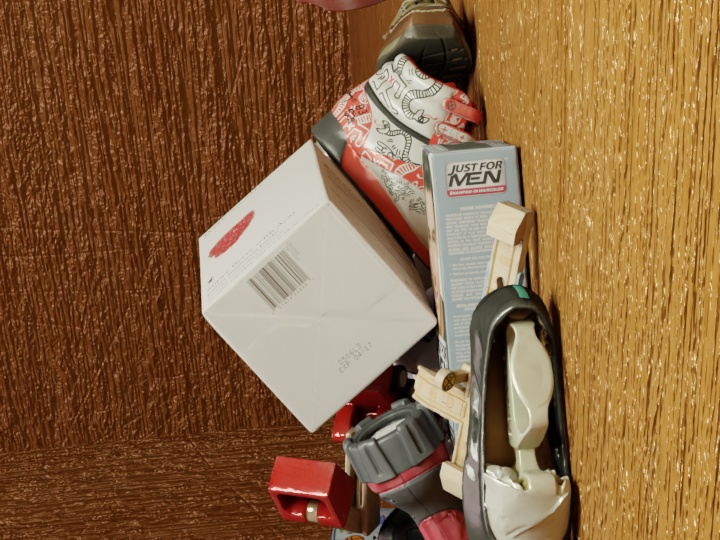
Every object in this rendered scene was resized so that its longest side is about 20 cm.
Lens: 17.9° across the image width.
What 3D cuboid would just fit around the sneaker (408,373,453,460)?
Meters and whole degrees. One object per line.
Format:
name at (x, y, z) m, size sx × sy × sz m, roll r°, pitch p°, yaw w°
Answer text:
sneaker at (0.084, 0.137, 1.808) m, size 0.087 × 0.074 × 0.202 m, roll -169°, pitch 68°, yaw -78°

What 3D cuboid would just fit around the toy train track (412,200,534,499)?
toy train track at (0.076, 0.055, 1.472) m, size 0.114 × 0.032 × 0.202 m, roll 25°, pitch 113°, yaw 37°

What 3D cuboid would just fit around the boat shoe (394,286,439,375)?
boat shoe at (0.072, 0.061, 1.715) m, size 0.066 × 0.072 × 0.200 m, roll 42°, pitch 175°, yaw -13°

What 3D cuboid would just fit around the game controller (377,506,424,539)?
game controller at (0.070, 0.252, 1.735) m, size 0.104 × 0.042 × 0.201 m, roll -40°, pitch -55°, yaw -41°

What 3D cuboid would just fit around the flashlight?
flashlight at (0.062, 0.187, 1.571) m, size 0.068 × 0.068 × 0.201 m, roll -11°, pitch 110°, yaw 58°

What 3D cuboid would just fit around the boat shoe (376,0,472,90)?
boat shoe at (0.048, -0.181, 1.813) m, size 0.200 × 0.075 × 0.075 m, roll 101°, pitch 168°, yaw -80°

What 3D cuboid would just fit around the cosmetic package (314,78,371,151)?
cosmetic package at (-0.014, -0.051, 1.933) m, size 0.200 × 0.107 × 0.090 m, roll -47°, pitch 12°, yaw 31°

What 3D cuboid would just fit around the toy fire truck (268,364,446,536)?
toy fire truck at (0.003, 0.141, 1.687) m, size 0.200 × 0.048 × 0.142 m, roll 52°, pitch -134°, yaw -56°

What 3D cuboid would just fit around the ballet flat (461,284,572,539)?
ballet flat at (0.095, 0.109, 1.379) m, size 0.068 × 0.067 × 0.202 m, roll 160°, pitch 105°, yaw -79°

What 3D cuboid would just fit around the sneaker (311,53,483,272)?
sneaker at (0.064, -0.068, 1.709) m, size 0.202 × 0.108 × 0.067 m, roll 49°, pitch -176°, yaw 13°

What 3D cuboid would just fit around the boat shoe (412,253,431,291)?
boat shoe at (0.068, 0.042, 1.868) m, size 0.057 × 0.066 × 0.202 m, roll -124°, pitch 25°, yaw -76°

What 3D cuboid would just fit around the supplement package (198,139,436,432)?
supplement package at (-0.035, 0.006, 1.642) m, size 0.120 × 0.121 × 0.200 m, roll 47°, pitch -173°, yaw -14°

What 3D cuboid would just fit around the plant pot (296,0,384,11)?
plant pot at (-0.023, -0.346, 1.992) m, size 0.196 × 0.199 × 0.202 m, roll 74°, pitch -173°, yaw -51°

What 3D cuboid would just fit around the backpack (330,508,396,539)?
backpack at (0.024, 0.301, 2.031) m, size 0.200 × 0.189 × 0.156 m, roll -99°, pitch 5°, yaw -73°

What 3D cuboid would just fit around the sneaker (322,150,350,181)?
sneaker at (0.000, 0.000, 1.849) m, size 0.099 × 0.070 × 0.201 m, roll -61°, pitch -37°, yaw -49°

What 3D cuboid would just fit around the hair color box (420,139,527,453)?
hair color box at (0.080, 0.015, 1.558) m, size 0.099 × 0.060 × 0.202 m, roll -120°, pitch 25°, yaw -84°
